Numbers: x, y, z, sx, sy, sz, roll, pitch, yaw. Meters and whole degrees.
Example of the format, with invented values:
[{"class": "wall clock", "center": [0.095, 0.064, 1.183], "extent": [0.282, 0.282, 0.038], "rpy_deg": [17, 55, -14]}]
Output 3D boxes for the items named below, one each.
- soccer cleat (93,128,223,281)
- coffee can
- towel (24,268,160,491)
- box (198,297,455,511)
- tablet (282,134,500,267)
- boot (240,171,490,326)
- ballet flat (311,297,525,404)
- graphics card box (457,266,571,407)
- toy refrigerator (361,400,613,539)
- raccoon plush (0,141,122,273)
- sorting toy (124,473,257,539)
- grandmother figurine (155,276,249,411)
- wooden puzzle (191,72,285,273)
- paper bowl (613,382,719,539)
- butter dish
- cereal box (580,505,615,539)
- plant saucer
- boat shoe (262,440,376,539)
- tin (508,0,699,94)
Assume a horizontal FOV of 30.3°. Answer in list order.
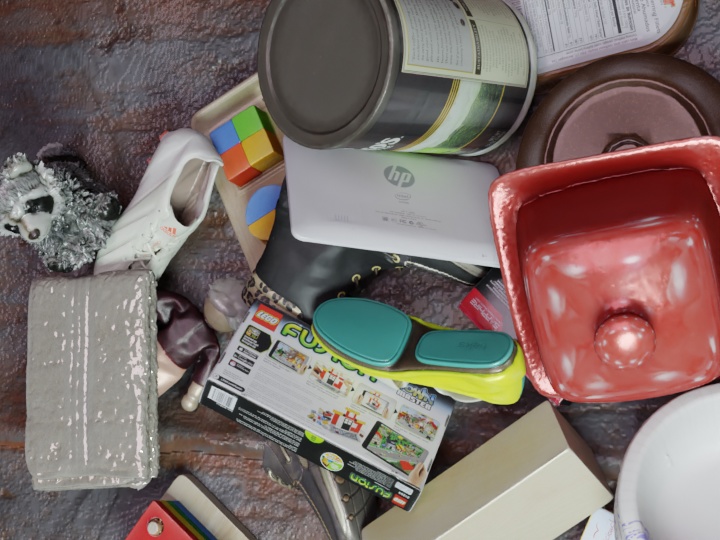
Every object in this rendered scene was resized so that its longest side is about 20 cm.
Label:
[{"class": "soccer cleat", "center": [-0.193, -0.038, 1.252], "extent": [0.077, 0.069, 0.202], "rpy_deg": [37, 104, 45]}, {"class": "coffee can", "center": [0.034, -0.172, 1.106], "extent": [0.145, 0.199, 0.149], "rpy_deg": [2, 94, 41]}, {"class": "towel", "center": [-0.246, 0.101, 1.226], "extent": [0.131, 0.034, 0.203], "rpy_deg": [-5, 79, 18]}, {"class": "box", "center": [-0.025, 0.112, 1.130], "extent": [0.198, 0.111, 0.035], "rpy_deg": [27, 133, 2]}, {"class": "tablet", "center": [0.034, -0.061, 1.121], "extent": [0.197, 0.014, 0.131], "rpy_deg": [8, 43, -16]}, {"class": "boot", "center": [0.000, 0.000, 1.181], "extent": [0.198, 0.073, 0.152], "rpy_deg": [25, 113, -8]}, {"class": "ballet flat", "center": [0.048, 0.075, 1.115], "extent": [0.198, 0.067, 0.067], "rpy_deg": [10, 52, 30]}, {"class": "graphics card box", "center": [0.194, 0.001, 1.124], "extent": [0.125, 0.051, 0.200], "rpy_deg": [45, 100, 20]}, {"class": "toy refrigerator", "center": [0.102, 0.201, 1.109], "extent": [0.199, 0.076, 0.070], "rpy_deg": [-37, 32, 13]}, {"class": "raccoon plush", "center": [-0.315, -0.079, 1.241], "extent": [0.097, 0.134, 0.200], "rpy_deg": [-52, 42, 1]}, {"class": "sorting toy", "center": [-0.162, 0.326, 1.204], "extent": [0.198, 0.069, 0.201], "rpy_deg": [40, 97, 20]}, {"class": "grandmother figurine", "center": [-0.179, 0.070, 1.255], "extent": [0.199, 0.061, 0.122], "rpy_deg": [-34, 100, 10]}, {"class": "wooden puzzle", "center": [-0.055, -0.103, 1.234], "extent": [0.184, 0.046, 0.202], "rpy_deg": [-30, 74, 14]}, {"class": "paper bowl", "center": [0.292, 0.195, 1.009], "extent": [0.197, 0.105, 0.203], "rpy_deg": [-4, 57, 6]}, {"class": "butter dish", "center": [0.198, 0.024, 0.992], "extent": [0.197, 0.148, 0.203], "rpy_deg": [-9, 111, 18]}, {"class": "cereal box", "center": [0.251, 0.297, 1.068], "extent": [0.198, 0.039, 0.145], "rpy_deg": [25, 91, 22]}, {"class": "plant saucer", "center": [0.219, -0.084, 1.082], "extent": [0.197, 0.037, 0.204], "rpy_deg": [-3, 81, 18]}, {"class": "boat shoe", "center": [-0.046, 0.160, 1.189], "extent": [0.073, 0.074, 0.202], "rpy_deg": [-32, 64, 24]}, {"class": "tin", "center": [0.194, -0.222, 1.162], "extent": [0.197, 0.042, 0.114], "rpy_deg": [-13, 83, 19]}]
